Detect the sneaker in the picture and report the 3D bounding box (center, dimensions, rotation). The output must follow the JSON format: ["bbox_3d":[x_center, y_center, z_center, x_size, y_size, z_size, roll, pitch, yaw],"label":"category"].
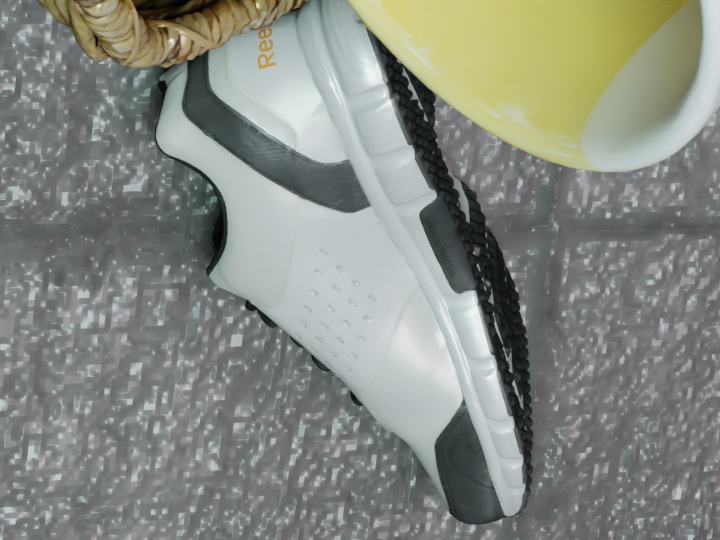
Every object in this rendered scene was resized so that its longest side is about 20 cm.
[{"bbox_3d":[0.000,0.000,0.879,0.080,0.074,0.201,-17,124,11],"label":"sneaker"}]

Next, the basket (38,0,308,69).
[{"bbox_3d":[-0.011,-0.142,0.765,0.200,0.149,0.143,-37,120,-12],"label":"basket"}]

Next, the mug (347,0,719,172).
[{"bbox_3d":[0.065,-0.131,0.705,0.153,0.186,0.150,-40,123,-26],"label":"mug"}]
